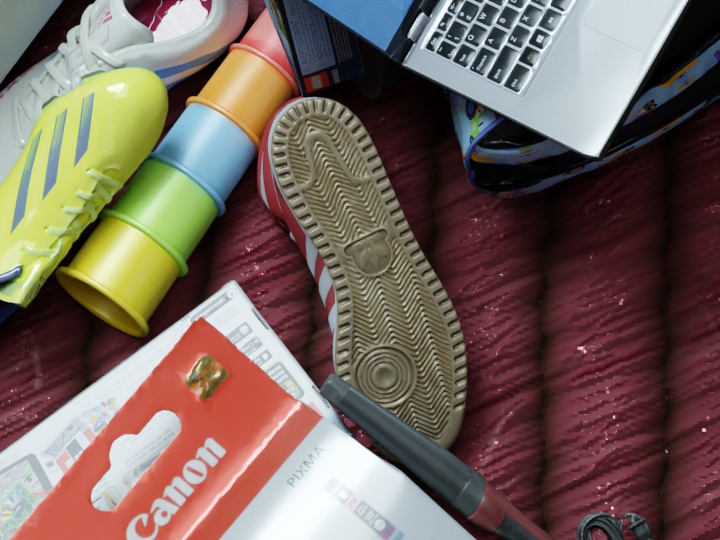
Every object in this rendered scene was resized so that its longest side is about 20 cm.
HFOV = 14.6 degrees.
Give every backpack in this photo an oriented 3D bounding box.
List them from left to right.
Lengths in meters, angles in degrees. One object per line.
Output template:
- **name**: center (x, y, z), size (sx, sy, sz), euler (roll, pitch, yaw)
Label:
- **backpack**: center (0.122, -0.132, 1.458), size (0.199, 0.183, 0.135), euler (-31, 76, -1)

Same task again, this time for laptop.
- **laptop**: center (0.063, -0.187, 1.342), size (0.199, 0.116, 0.188), euler (29, 87, 33)

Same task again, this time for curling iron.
- **curling iron**: center (0.067, 0.109, 1.437), size (0.199, 0.026, 0.050), euler (30, 89, 2)

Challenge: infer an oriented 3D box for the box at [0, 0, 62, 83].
- **box**: center (-0.262, -0.159, 1.463), size (0.131, 0.199, 0.200), euler (42, 98, 17)

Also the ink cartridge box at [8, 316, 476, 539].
- **ink cartridge box**: center (-0.052, 0.146, 1.410), size (0.200, 0.057, 0.163), euler (42, 78, -9)

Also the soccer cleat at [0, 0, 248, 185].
- **soccer cleat**: center (-0.147, -0.107, 1.518), size (0.200, 0.086, 0.070), euler (-41, 72, -7)

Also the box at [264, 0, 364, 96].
- **box**: center (-0.055, -0.210, 1.480), size (0.037, 0.137, 0.201), euler (-20, 57, -3)

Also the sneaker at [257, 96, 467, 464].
- **sneaker**: center (0.000, 0.000, 1.489), size (0.071, 0.112, 0.201), euler (-20, 100, -5)

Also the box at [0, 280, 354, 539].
- **box**: center (-0.113, 0.108, 1.468), size (0.199, 0.035, 0.110), euler (-36, 72, -8)

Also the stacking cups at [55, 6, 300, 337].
- **stacking cups**: center (-0.083, -0.062, 1.512), size (0.060, 0.061, 0.201), euler (31, 76, 14)

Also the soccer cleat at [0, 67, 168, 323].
- **soccer cleat**: center (-0.167, -0.023, 1.470), size (0.200, 0.065, 0.084), euler (-42, 42, 17)

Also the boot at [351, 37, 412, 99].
- **boot**: center (0.057, -0.196, 1.518), size (0.077, 0.139, 0.200), euler (37, 57, 15)
